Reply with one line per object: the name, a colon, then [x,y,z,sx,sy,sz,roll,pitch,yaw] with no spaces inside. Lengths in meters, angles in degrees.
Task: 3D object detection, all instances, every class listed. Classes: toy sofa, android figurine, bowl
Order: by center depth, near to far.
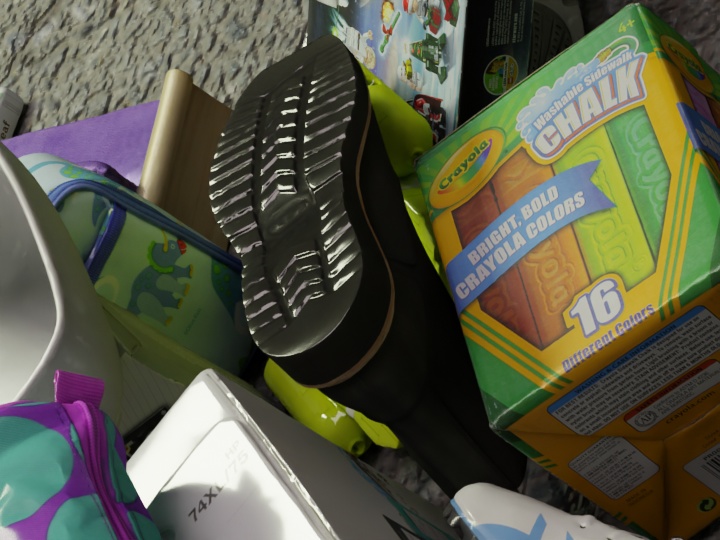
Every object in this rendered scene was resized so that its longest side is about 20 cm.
bowl: [-0.183,0.056,1.196,0.200,0.075,0.200,-47,39,12]
android figurine: [0.000,0.000,1.261,0.200,0.041,0.183,48,136,43]
toy sofa: [-0.160,-0.049,1.475,0.199,0.097,0.083,-10,58,43]

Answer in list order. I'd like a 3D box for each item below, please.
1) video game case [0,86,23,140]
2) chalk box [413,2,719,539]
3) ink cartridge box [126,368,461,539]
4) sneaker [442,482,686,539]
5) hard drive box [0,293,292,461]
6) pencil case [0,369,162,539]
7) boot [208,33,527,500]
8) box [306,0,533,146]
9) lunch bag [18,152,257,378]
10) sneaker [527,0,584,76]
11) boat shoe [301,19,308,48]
video game case: [-0.294,-0.018,1.653,0.199,0.022,0.183,-3,63,45]
chalk box: [0.112,-0.014,1.144,0.125,0.124,0.200,-37,42,20]
ink cartridge box: [-0.012,0.166,1.090,0.147,0.200,0.146,-51,39,8]
sneaker: [0.120,0.126,1.059,0.200,0.072,0.073,27,82,30]
hard drive box: [-0.126,0.128,1.272,0.200,0.156,0.077,-52,39,7]
pencil case: [-0.086,0.126,0.969,0.093,0.085,0.200,-62,38,18]
boot: [0.008,0.006,1.160,0.077,0.138,0.201,-29,37,22]
box: [0.023,-0.093,1.273,0.137,0.040,0.201,36,129,52]
lunch bag: [-0.149,0.056,1.340,0.082,0.161,0.201,25,82,52]
sneaker: [0.065,-0.153,1.332,0.099,0.078,0.201,-5,60,48]
boat shoe: [0.011,-0.165,1.395,0.062,0.071,0.201,6,64,36]
